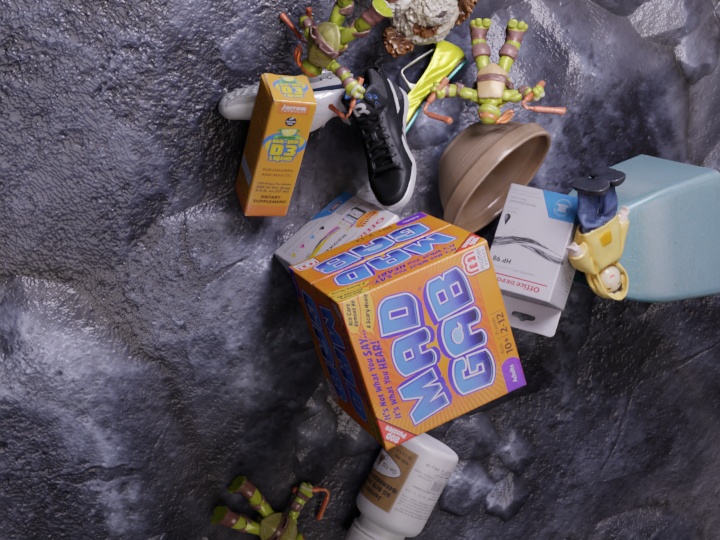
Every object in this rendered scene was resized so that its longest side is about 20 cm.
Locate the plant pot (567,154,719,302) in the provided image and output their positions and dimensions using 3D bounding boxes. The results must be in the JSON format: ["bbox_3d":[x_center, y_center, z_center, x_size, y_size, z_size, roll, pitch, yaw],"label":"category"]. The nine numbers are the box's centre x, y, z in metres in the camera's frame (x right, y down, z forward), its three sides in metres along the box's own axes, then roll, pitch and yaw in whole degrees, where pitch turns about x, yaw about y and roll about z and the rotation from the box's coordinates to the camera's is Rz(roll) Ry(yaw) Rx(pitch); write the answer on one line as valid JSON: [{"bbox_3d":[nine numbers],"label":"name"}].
[{"bbox_3d":[0.417,-0.054,1.815,0.200,0.196,0.196,-14,108,-23],"label":"plant pot"}]

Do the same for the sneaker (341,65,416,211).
[{"bbox_3d":[0.016,-0.186,1.606,0.112,0.073,0.200,34,45,-48],"label":"sneaker"}]

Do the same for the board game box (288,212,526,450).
[{"bbox_3d":[0.056,0.068,1.484,0.200,0.200,0.200,-23,110,-15],"label":"board game box"}]

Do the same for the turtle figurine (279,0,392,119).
[{"bbox_3d":[-0.040,-0.315,1.560,0.064,0.200,0.161,3,139,-46],"label":"turtle figurine"}]

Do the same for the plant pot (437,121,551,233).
[{"bbox_3d":[0.179,-0.153,1.735,0.201,0.201,0.093,-43,72,-7],"label":"plant pot"}]

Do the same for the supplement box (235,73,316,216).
[{"bbox_3d":[-0.117,-0.168,1.603,0.066,0.069,0.200,0,132,-21],"label":"supplement box"}]

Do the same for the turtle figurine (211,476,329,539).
[{"bbox_3d":[-0.143,0.393,1.775,0.161,0.064,0.200,37,87,-24],"label":"turtle figurine"}]

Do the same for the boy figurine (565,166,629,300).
[{"bbox_3d":[0.339,-0.041,1.672,0.124,0.064,0.200,-27,122,-31],"label":"boy figurine"}]

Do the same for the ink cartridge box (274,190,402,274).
[{"bbox_3d":[0.000,0.000,1.665,0.147,0.200,0.145,-42,114,-8],"label":"ink cartridge box"}]

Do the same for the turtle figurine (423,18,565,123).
[{"bbox_3d":[0.195,-0.269,1.649,0.064,0.200,0.162,43,53,-63],"label":"turtle figurine"}]

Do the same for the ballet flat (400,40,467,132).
[{"bbox_3d":[0.073,-0.256,1.714,0.067,0.067,0.200,40,83,-4],"label":"ballet flat"}]

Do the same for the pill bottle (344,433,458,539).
[{"bbox_3d":[0.058,0.350,1.825,0.114,0.114,0.200,26,92,-25],"label":"pill bottle"}]

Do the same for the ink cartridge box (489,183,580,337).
[{"bbox_3d":[0.253,-0.015,1.724,0.067,0.116,0.200,27,79,-60],"label":"ink cartridge box"}]

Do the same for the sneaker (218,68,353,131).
[{"bbox_3d":[-0.099,-0.226,1.643,0.200,0.076,0.081,-12,117,-18],"label":"sneaker"}]

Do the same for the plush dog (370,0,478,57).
[{"bbox_3d":[0.080,-0.394,1.649,0.200,0.160,0.172,-31,132,-17],"label":"plush dog"}]
